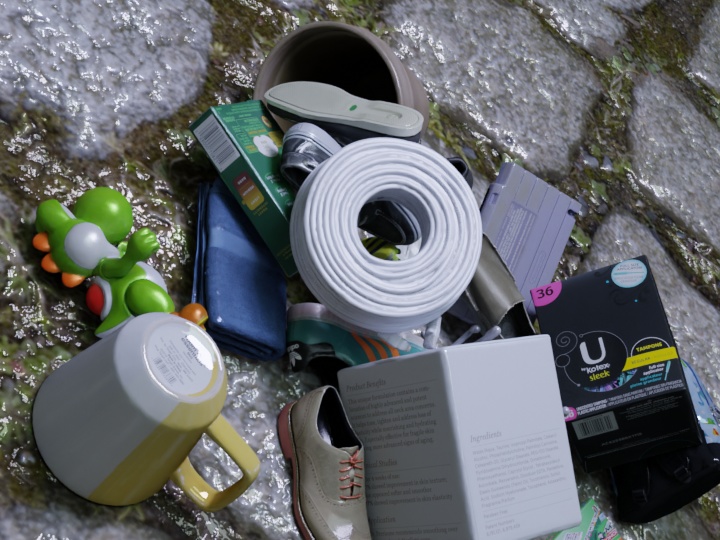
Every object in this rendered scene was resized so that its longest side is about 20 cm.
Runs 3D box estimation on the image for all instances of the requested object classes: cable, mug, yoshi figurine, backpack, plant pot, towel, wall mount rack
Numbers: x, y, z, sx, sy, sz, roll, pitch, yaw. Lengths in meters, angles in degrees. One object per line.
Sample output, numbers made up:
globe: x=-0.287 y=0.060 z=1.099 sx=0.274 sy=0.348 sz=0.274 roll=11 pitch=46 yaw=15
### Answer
cable: x=0.026 y=-0.038 z=1.355 sx=0.199 sy=0.069 sz=0.201 roll=26 pitch=72 yaw=-6
mug: x=-0.182 y=0.120 z=1.201 sx=0.186 sy=0.153 sz=0.150 roll=21 pitch=48 yaw=-29
yoshi figurine: x=-0.227 y=-0.010 z=1.297 sx=0.200 sy=0.113 sz=0.112 roll=43 pitch=22 yaw=4
backpack: x=0.375 y=0.193 z=1.645 sx=0.153 sy=0.163 sz=0.201 roll=12 pitch=46 yaw=-46
plant pot: x=-0.002 y=-0.190 z=1.579 sx=0.201 sy=0.200 sz=0.173 roll=59 pitch=26 yaw=11
towel: x=-0.128 y=0.000 z=1.412 sx=0.111 sy=0.048 sz=0.201 roll=25 pitch=44 yaw=-32
wall mount rack: x=0.158 y=0.127 z=1.497 sx=0.200 sy=0.075 sz=0.174 roll=48 pitch=0 yaw=-2

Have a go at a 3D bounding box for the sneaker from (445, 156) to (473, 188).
sneaker: x=0.110 y=-0.108 z=1.649 sx=0.075 sy=0.115 sz=0.200 roll=52 pitch=42 yaw=3

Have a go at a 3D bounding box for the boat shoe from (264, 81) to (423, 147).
boat shoe: x=-0.023 y=-0.159 z=1.459 sx=0.199 sy=0.068 sz=0.072 roll=20 pitch=41 yaw=26

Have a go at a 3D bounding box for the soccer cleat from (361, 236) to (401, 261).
soccer cleat: x=0.000 y=-0.001 z=1.468 sx=0.083 sy=0.065 sz=0.200 roll=18 pitch=16 yaw=-10

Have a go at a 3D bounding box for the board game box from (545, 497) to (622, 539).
board game box: x=0.251 y=0.363 z=1.492 sx=0.135 sy=0.029 sz=0.200 roll=53 pitch=42 yaw=5

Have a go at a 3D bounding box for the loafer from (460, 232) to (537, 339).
loafer: x=0.163 y=0.027 z=1.563 sx=0.075 sy=0.070 sz=0.201 roll=-41 pitch=114 yaw=-20

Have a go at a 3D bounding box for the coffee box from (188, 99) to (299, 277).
coffee box: x=-0.094 y=-0.093 z=1.442 sx=0.201 sy=0.044 sz=0.123 roll=55 pitch=25 yaw=4

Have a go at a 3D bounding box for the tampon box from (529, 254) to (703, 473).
tampon box: x=0.303 y=0.110 z=1.570 sx=0.126 sy=0.149 sz=0.201 roll=60 pitch=16 yaw=-48

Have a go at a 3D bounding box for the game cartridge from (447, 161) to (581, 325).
game cartridge: x=0.187 y=-0.019 z=1.631 sx=0.129 sy=0.038 sz=0.201 roll=27 pitch=82 yaw=-26

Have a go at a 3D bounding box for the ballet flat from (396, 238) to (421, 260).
ballet flat: x=0.090 y=-0.030 z=1.611 sx=0.199 sy=0.069 sz=0.070 roll=-21 pitch=75 yaw=-47

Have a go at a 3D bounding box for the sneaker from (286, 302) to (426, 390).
sneaker: x=0.001 y=0.102 z=1.444 sx=0.199 sy=0.071 sz=0.080 roll=19 pitch=61 yaw=-30

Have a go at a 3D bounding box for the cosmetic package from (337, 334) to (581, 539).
cosmetic package: x=0.101 y=0.181 z=1.354 sx=0.166 sy=0.167 sz=0.202 roll=-4 pitch=83 yaw=-42

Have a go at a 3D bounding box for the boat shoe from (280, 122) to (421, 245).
boat shoe: x=-0.015 y=-0.076 z=1.443 sx=0.200 sy=0.072 sz=0.071 roll=35 pitch=54 yaw=-24

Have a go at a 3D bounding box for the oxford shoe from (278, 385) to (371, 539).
oxford shoe: x=-0.026 y=0.213 z=1.326 sx=0.070 sy=0.075 sz=0.201 roll=-3 pitch=63 yaw=-42
